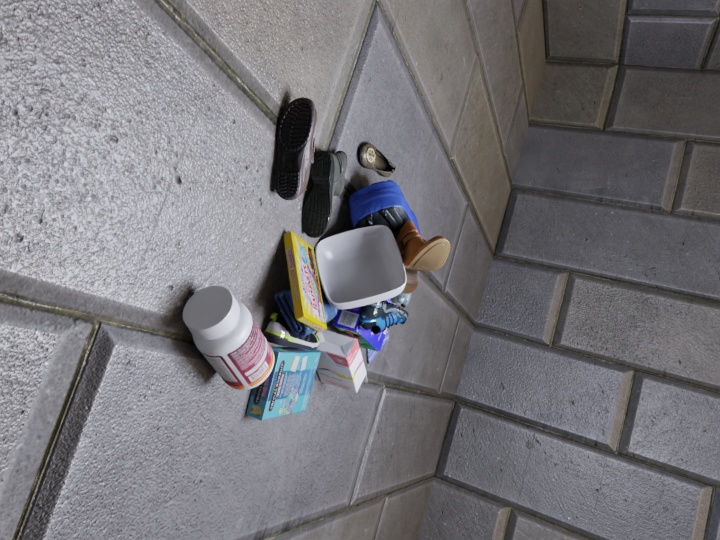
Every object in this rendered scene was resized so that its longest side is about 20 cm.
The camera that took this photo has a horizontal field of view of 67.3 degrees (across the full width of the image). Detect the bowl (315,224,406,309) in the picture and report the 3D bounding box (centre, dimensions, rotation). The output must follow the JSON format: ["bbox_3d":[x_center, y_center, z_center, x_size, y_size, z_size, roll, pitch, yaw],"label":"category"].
[{"bbox_3d":[0.000,0.000,1.286,0.075,0.197,0.202,82,-6,-57],"label":"bowl"}]

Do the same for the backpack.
[{"bbox_3d":[0.052,-0.145,1.414,0.200,0.161,0.169,46,22,-57],"label":"backpack"}]

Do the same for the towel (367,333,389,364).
[{"bbox_3d":[0.059,0.187,1.765,0.145,0.024,0.202,-45,141,-49],"label":"towel"}]

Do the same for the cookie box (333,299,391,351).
[{"bbox_3d":[0.020,0.109,1.463,0.173,0.074,0.200,-69,153,-16],"label":"cookie box"}]

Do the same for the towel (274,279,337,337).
[{"bbox_3d":[-0.116,0.079,1.221,0.113,0.048,0.200,64,19,-1],"label":"towel"}]

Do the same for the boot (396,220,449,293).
[{"bbox_3d":[0.134,-0.060,1.285,0.200,0.073,0.156,-50,-147,44],"label":"boot"}]

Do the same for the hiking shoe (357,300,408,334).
[{"bbox_3d":[0.051,0.119,1.377,0.199,0.074,0.088,24,88,-53],"label":"hiking shoe"}]

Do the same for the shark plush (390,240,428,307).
[{"bbox_3d":[0.137,0.012,1.388,0.200,0.091,0.083,-45,-177,-24],"label":"shark plush"}]

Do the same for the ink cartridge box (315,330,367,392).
[{"bbox_3d":[-0.055,0.251,1.432,0.068,0.115,0.201,-59,150,-35],"label":"ink cartridge box"}]

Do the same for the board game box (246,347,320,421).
[{"bbox_3d":[-0.174,0.257,1.258,0.200,0.046,0.153,20,84,-66],"label":"board game box"}]

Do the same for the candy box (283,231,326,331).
[{"bbox_3d":[-0.118,0.024,1.156,0.102,0.026,0.202,36,37,-57],"label":"candy box"}]

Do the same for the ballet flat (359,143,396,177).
[{"bbox_3d":[0.051,-0.294,1.469,0.200,0.046,0.068,18,85,-66],"label":"ballet flat"}]

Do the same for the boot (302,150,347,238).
[{"bbox_3d":[-0.070,-0.177,1.250,0.130,0.067,0.202,-20,122,-69],"label":"boot"}]

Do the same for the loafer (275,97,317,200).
[{"bbox_3d":[-0.128,-0.244,1.090,0.071,0.072,0.202,-26,131,-73],"label":"loafer"}]

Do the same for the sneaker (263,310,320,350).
[{"bbox_3d":[-0.144,0.131,1.231,0.200,0.071,0.084,24,79,-66],"label":"sneaker"}]

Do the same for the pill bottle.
[{"bbox_3d":[-0.235,0.123,0.978,0.110,0.108,0.201,-61,151,-31],"label":"pill bottle"}]
